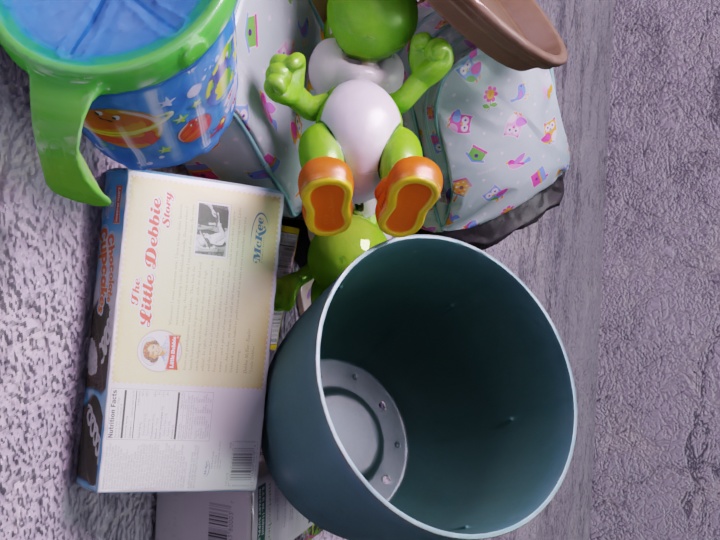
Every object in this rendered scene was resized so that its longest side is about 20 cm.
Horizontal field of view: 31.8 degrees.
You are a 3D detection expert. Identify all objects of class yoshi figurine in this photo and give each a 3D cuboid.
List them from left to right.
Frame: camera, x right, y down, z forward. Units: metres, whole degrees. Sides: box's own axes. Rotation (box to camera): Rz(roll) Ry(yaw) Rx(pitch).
[{"bbox_3d":[-0.007,0.011,0.972,0.112,0.112,0.201,-31,144,-18],"label":"yoshi figurine"},{"bbox_3d":[0.002,-0.125,0.833,0.112,0.112,0.201,39,34,-37],"label":"yoshi figurine"}]

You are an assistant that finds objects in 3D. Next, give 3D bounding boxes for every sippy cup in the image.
[{"bbox_3d":[-0.126,-0.128,0.711,0.177,0.140,0.131,-37,157,-12],"label":"sippy cup"}]

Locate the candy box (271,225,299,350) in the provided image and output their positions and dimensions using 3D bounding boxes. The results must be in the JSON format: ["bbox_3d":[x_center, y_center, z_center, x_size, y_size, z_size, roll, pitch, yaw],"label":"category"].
[{"bbox_3d":[-0.100,0.009,0.943,0.200,0.026,0.103,10,94,-71],"label":"candy box"}]

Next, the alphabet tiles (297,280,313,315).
[{"bbox_3d":[-0.022,0.057,1.211,0.200,0.014,0.197,-63,151,-49],"label":"alphabet tiles"}]

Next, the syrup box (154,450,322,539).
[{"bbox_3d":[-0.077,0.170,0.975,0.200,0.081,0.079,-16,110,-68],"label":"syrup box"}]

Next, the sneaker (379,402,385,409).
[{"bbox_3d":[0.003,0.109,1.148,0.130,0.079,0.201,-58,159,-68],"label":"sneaker"}]

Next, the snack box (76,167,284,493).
[{"bbox_3d":[-0.115,0.041,0.816,0.116,0.037,0.202,7,88,-35],"label":"snack box"}]

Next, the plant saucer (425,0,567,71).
[{"bbox_3d":[0.067,-0.211,0.886,0.200,0.029,0.201,38,25,-21],"label":"plant saucer"}]

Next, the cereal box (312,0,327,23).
[{"bbox_3d":[-0.034,-0.289,0.955,0.144,0.039,0.201,-39,141,-19],"label":"cereal box"}]

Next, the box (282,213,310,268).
[{"bbox_3d":[-0.019,-0.118,1.087,0.141,0.078,0.201,61,38,-62],"label":"box"}]

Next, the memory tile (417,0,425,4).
[{"bbox_3d":[0.055,-0.231,1.047,0.153,0.017,0.201,-43,138,-22],"label":"memory tile"}]

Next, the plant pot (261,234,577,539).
[{"bbox_3d":[0.022,0.098,0.869,0.161,0.200,0.202,-36,-148,53],"label":"plant pot"}]

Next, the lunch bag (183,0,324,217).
[{"bbox_3d":[-0.080,-0.141,0.900,0.200,0.077,0.161,60,38,-59],"label":"lunch bag"}]

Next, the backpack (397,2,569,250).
[{"bbox_3d":[0.093,-0.124,1.034,0.166,0.126,0.201,-31,126,-21],"label":"backpack"}]

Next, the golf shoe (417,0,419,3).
[{"bbox_3d":[0.039,-0.231,1.119,0.200,0.072,0.092,47,20,-21],"label":"golf shoe"}]
